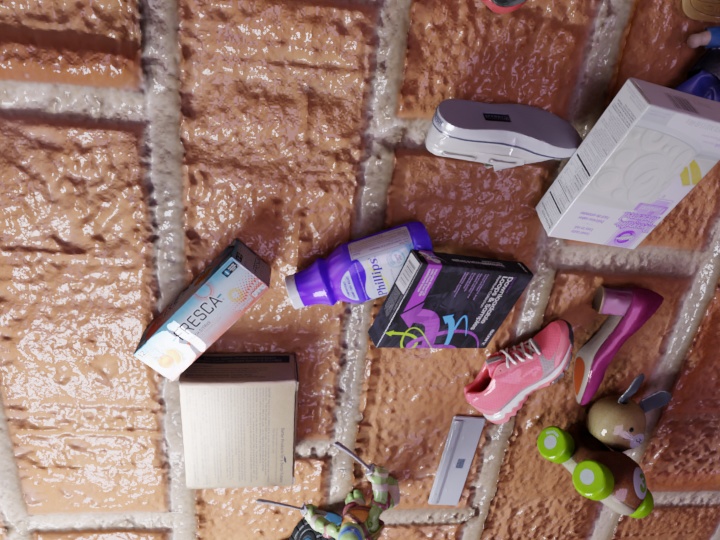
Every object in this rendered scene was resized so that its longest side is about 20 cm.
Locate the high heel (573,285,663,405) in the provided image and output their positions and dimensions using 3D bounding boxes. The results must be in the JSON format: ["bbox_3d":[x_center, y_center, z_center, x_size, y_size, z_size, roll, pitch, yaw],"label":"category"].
[{"bbox_3d":[0.390,0.121,0.834,0.096,0.067,0.201,8,112,1],"label":"high heel"}]

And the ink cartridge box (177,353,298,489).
[{"bbox_3d":[-0.177,0.224,0.815,0.164,0.075,0.201,1,115,-9],"label":"ink cartridge box"}]

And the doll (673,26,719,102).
[{"bbox_3d":[0.439,-0.240,0.679,0.136,0.049,0.200,36,107,-22],"label":"doll"}]

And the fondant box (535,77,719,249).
[{"bbox_3d":[0.333,-0.120,0.673,0.144,0.058,0.200,6,138,-18],"label":"fondant box"}]

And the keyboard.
[{"bbox_3d":[0.165,0.332,0.947,0.056,0.011,0.201,4,116,-14],"label":"keyboard"}]

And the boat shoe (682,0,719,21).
[{"bbox_3d":[0.472,-0.348,0.625,0.199,0.070,0.071,-12,139,20],"label":"boat shoe"}]

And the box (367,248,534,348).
[{"bbox_3d":[0.124,0.045,0.743,0.199,0.036,0.143,4,126,-32],"label":"box"}]

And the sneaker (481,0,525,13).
[{"bbox_3d":[0.124,-0.357,0.558,0.071,0.098,0.201,-36,113,13],"label":"sneaker"}]

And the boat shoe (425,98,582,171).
[{"bbox_3d":[0.176,-0.159,0.683,0.199,0.071,0.070,1,147,-17],"label":"boat shoe"}]

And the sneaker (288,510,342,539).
[{"bbox_3d":[-0.088,0.490,0.965,0.200,0.073,0.082,-40,125,21],"label":"sneaker"}]

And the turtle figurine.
[{"bbox_3d":[-0.016,0.348,0.860,0.199,0.194,0.144,30,87,20],"label":"turtle figurine"}]

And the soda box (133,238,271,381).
[{"bbox_3d":[-0.210,0.054,0.735,0.200,0.064,0.068,-42,113,12],"label":"soda box"}]

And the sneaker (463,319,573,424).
[{"bbox_3d":[0.236,0.147,0.829,0.087,0.074,0.200,32,108,-18],"label":"sneaker"}]

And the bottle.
[{"bbox_3d":[0.000,0.000,0.733,0.199,0.065,0.084,-17,122,2],"label":"bottle"}]

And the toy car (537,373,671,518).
[{"bbox_3d":[0.418,0.264,0.876,0.164,0.158,0.200,31,97,-32],"label":"toy car"}]
